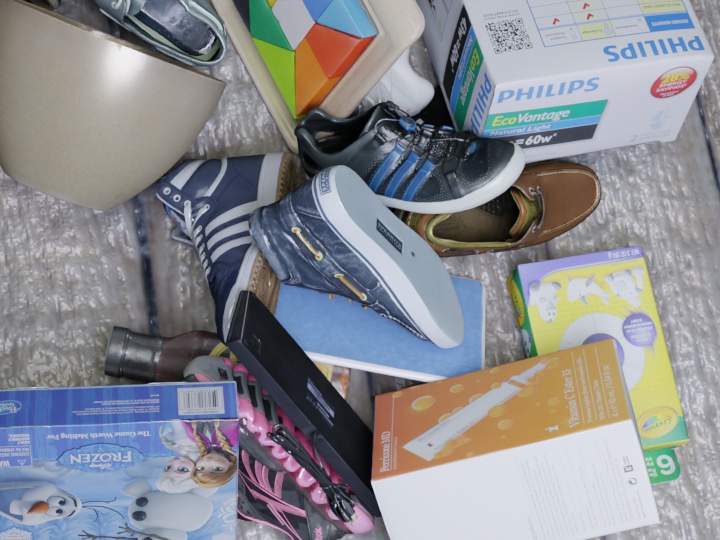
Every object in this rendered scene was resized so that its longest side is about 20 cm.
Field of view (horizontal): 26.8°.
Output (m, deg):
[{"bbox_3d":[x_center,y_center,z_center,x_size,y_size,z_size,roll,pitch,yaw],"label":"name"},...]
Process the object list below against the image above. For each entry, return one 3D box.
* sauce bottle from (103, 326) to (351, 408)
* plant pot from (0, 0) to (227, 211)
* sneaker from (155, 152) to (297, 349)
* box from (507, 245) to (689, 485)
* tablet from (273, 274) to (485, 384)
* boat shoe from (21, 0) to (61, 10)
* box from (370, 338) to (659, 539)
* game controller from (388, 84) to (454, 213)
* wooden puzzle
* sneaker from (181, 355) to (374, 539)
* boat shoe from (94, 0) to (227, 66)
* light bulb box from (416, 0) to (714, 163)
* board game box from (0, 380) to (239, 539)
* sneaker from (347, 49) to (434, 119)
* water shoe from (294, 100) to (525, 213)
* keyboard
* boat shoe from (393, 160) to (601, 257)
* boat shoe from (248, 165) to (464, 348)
[{"bbox_3d":[-0.108,0.085,1.234,0.199,0.066,0.066,9,73,-3],"label":"sauce bottle"},{"bbox_3d":[-0.224,-0.127,1.230,0.199,0.200,0.135,21,95,0],"label":"plant pot"},{"bbox_3d":[-0.119,-0.017,1.232,0.108,0.070,0.201,2,49,10],"label":"sneaker"},{"bbox_3d":[0.202,0.087,1.282,0.117,0.048,0.201,-9,77,-9],"label":"box"},{"bbox_3d":[0.007,0.037,1.261,0.199,0.014,0.131,11,42,-4],"label":"tablet"},{"bbox_3d":[-0.283,-0.255,1.314,0.200,0.072,0.065,-36,104,-27],"label":"boat shoe"},{"bbox_3d":[0.116,0.144,1.168,0.199,0.125,0.098,-15,115,9],"label":"box"},{"bbox_3d":[0.065,-0.095,1.327,0.200,0.042,0.104,-41,68,-17],"label":"game controller"},{"bbox_3d":[-0.047,-0.220,1.270,0.037,0.200,0.186,-18,75,-40],"label":"wooden puzzle"},{"bbox_3d":[-0.080,0.155,1.188,0.095,0.079,0.200,-38,107,16],"label":"sneaker"},{"bbox_3d":[-0.188,-0.239,1.269,0.200,0.062,0.073,38,96,-32],"label":"boat shoe"},{"bbox_3d":[0.166,-0.210,1.297,0.197,0.125,0.201,-9,60,-12],"label":"light bulb box"},{"bbox_3d":[-0.192,0.170,1.133,0.199,0.200,0.044,-2,42,-7],"label":"board game box"},{"bbox_3d":[-0.005,-0.209,1.337,0.099,0.078,0.201,-23,78,-29],"label":"sneaker"},{"bbox_3d":[0.034,-0.095,1.230,0.199,0.079,0.072,0,44,28],"label":"water shoe"},{"bbox_3d":[-0.038,0.117,1.143,0.021,0.127,0.200,-30,117,19],"label":"keyboard"},{"bbox_3d":[0.129,-0.046,1.281,0.199,0.068,0.072,-17,100,-22],"label":"boat shoe"},{"bbox_3d":[0.000,0.000,1.208,0.200,0.091,0.071,48,34,-32],"label":"boat shoe"}]
